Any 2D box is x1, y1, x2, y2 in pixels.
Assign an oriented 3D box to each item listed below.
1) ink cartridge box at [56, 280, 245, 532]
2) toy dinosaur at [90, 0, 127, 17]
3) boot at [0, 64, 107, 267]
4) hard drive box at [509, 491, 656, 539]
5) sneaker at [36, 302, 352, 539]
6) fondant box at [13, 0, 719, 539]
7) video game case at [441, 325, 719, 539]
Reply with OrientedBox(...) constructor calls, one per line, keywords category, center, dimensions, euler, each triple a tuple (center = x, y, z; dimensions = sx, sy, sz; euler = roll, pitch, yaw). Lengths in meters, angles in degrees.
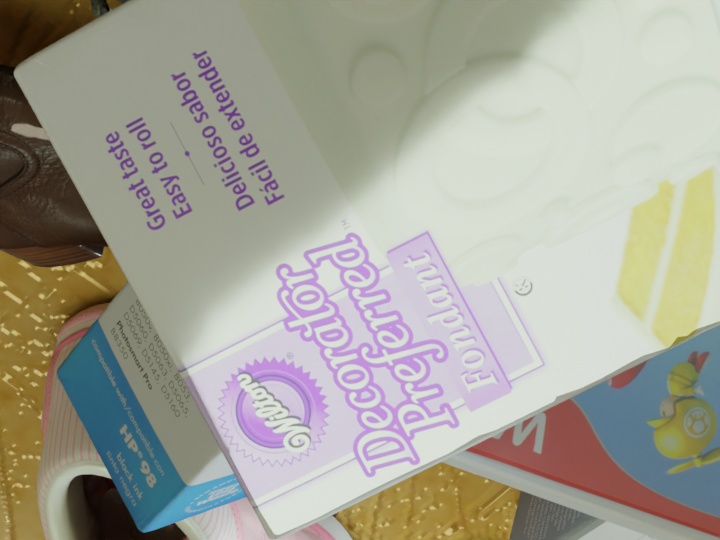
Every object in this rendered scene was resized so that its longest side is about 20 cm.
OrientedBox(category="ink cartridge box", center=(0.000, 0.000, 0.784), dimensions=(0.067, 0.116, 0.200), euler=(62, 141, 15))
OrientedBox(category="toy dinosaur", center=(-0.064, -0.135, 0.817), dimensions=(0.199, 0.047, 0.088), euler=(-11, 109, 14))
OrientedBox(category="boot", center=(-0.126, -0.061, 0.800), dimensions=(0.186, 0.064, 0.200), euler=(-19, 148, 37))
OrientedBox(category="hard drive box", center=(0.174, 0.081, 0.898), dimensions=(0.156, 0.077, 0.200), euler=(33, 138, -17))
OrientedBox(category="sneaker", center=(-0.060, 0.115, 0.960), dimensions=(0.075, 0.105, 0.200), euler=(-23, 121, 18))
OrientedBox(category="fondant box", center=(0.032, -0.038, 0.655), dimensions=(0.200, 0.058, 0.145), euler=(-27, 97, 14))
OrientedBox(category="video game case", center=(0.113, -0.021, 0.697), dimensions=(0.143, 0.201, 0.017), euler=(17, 169, 30))
